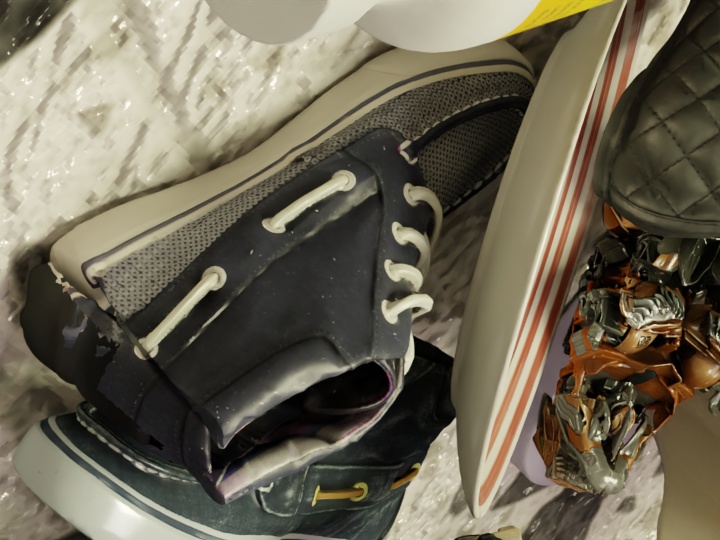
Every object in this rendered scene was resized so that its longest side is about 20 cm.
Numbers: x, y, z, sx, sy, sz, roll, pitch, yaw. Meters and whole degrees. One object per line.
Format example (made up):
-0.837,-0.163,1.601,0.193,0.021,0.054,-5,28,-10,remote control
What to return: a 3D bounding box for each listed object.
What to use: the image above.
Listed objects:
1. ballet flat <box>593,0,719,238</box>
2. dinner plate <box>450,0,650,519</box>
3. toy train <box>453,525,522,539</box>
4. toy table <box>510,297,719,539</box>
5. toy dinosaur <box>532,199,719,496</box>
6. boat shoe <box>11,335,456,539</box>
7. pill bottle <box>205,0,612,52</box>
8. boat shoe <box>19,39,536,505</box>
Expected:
0.143,-0.091,0.804,0.201,0.057,0.067,-60,158,-21,ballet flat
0.062,-0.015,0.791,0.200,0.024,0.201,19,90,-80,dinner plate
-0.032,0.116,0.752,0.199,0.034,0.046,-10,178,-14,toy train
0.167,0.045,0.975,0.200,0.117,0.184,-43,149,-4,toy table
0.122,-0.013,0.870,0.102,0.136,0.201,4,90,-24,toy dinosaur
-0.034,0.049,0.782,0.091,0.071,0.200,-56,154,8,boat shoe
0.046,-0.121,0.639,0.199,0.104,0.105,-22,142,-36,pill bottle
0.000,0.000,0.732,0.199,0.093,0.075,-31,146,-26,boat shoe
